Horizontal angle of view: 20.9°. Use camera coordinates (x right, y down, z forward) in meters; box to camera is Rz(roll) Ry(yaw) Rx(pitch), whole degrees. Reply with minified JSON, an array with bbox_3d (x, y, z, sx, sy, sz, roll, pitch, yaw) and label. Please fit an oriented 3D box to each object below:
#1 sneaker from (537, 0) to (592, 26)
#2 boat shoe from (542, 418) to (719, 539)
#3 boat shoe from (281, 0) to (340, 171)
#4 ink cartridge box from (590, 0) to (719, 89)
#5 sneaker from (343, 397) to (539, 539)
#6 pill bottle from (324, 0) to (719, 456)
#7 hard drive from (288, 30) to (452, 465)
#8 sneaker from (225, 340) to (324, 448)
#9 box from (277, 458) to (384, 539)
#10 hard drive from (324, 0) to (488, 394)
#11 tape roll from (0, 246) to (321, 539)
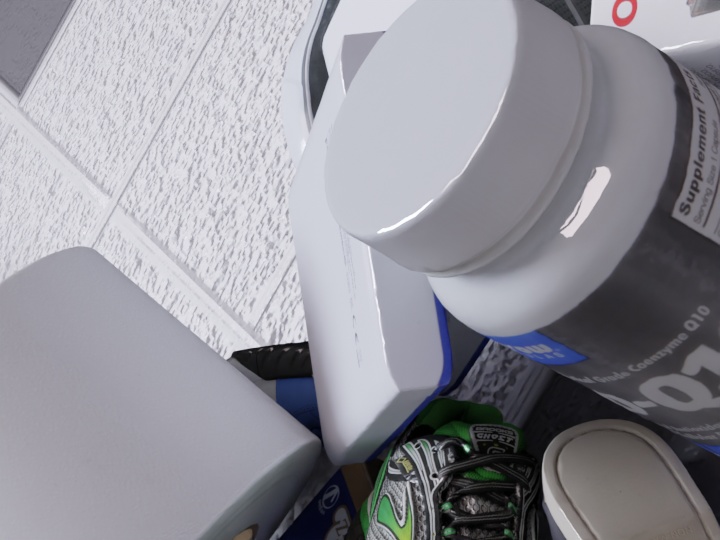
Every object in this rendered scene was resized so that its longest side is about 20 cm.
[{"bbox_3d":[0.070,-0.072,0.897,0.080,0.070,0.200,-33,42,45],"label":"sneaker"},{"bbox_3d":[0.115,0.142,0.694,0.200,0.073,0.063,-111,12,-45],"label":"boat shoe"},{"bbox_3d":[0.006,-0.124,1.037,0.057,0.069,0.200,-29,42,43],"label":"boat shoe"},{"bbox_3d":[0.186,-0.142,0.712,0.200,0.083,0.147,-9,70,44],"label":"ink cartridge box"},{"bbox_3d":[0.034,0.102,0.752,0.200,0.078,0.085,-115,41,-74],"label":"sneaker"},{"bbox_3d":[0.093,-0.014,0.673,0.114,0.200,0.114,-36,40,38],"label":"pill bottle"},{"bbox_3d":[0.000,0.000,0.788,0.200,0.025,0.132,119,143,-75],"label":"hard drive"},{"bbox_3d":[-0.038,0.075,0.963,0.200,0.076,0.077,-16,80,49],"label":"sneaker"},{"bbox_3d":[-0.037,0.192,0.891,0.200,0.032,0.121,-52,32,20],"label":"box"},{"bbox_3d":[0.031,-0.065,0.854,0.132,0.025,0.200,119,146,-47],"label":"hard drive"},{"bbox_3d":[-0.131,0.109,0.862,0.203,0.139,0.203,-49,-10,-12],"label":"tape roll"}]
